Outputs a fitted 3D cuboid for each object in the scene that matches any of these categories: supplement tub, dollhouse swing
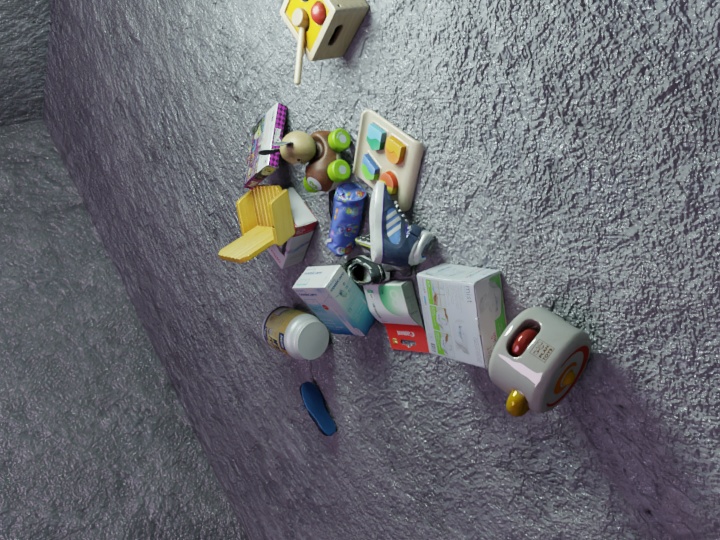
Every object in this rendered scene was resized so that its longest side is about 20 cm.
[{"bbox_3d":[-0.207,0.200,2.009,0.200,0.144,0.145,13,118,49],"label":"supplement tub"},{"bbox_3d":[-0.318,-0.136,1.806,0.200,0.175,0.183,11,116,51],"label":"dollhouse swing"}]

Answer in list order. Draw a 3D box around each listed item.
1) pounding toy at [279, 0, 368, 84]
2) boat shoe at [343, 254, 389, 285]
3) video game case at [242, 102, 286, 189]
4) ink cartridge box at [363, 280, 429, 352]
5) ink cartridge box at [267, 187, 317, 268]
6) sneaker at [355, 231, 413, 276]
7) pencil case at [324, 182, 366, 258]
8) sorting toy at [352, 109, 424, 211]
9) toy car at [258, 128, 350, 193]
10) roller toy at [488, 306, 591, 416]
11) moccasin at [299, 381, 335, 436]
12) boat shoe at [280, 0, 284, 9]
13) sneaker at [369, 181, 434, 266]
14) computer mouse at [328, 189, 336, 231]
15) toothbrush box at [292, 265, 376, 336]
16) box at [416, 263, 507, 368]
[{"bbox_3d":[-0.104,-0.574,1.463,0.185,0.142,0.200,59,143,13],"label":"pounding toy"},{"bbox_3d":[0.000,0.000,1.691,0.200,0.060,0.076,-2,100,59],"label":"boat shoe"},{"bbox_3d":[-0.275,-0.353,1.811,0.181,0.036,0.201,-23,56,54],"label":"video game case"},{"bbox_3d":[0.093,0.125,1.664,0.161,0.050,0.201,-2,104,53],"label":"ink cartridge box"},{"bbox_3d":[-0.222,-0.126,1.907,0.148,0.085,0.200,51,140,22],"label":"ink cartridge box"},{"bbox_3d":[0.059,-0.041,1.600,0.200,0.074,0.081,29,133,43],"label":"sneaker"},{"bbox_3d":[-0.042,-0.132,1.669,0.078,0.086,0.201,58,146,41],"label":"pencil case"},{"bbox_3d":[0.056,-0.262,1.512,0.200,0.036,0.186,40,136,33],"label":"sorting toy"},{"bbox_3d":[-0.150,-0.288,1.604,0.164,0.199,0.159,-10,78,57],"label":"toy car"},{"bbox_3d":[0.353,0.177,1.230,0.140,0.199,0.183,34,127,36],"label":"roller toy"},{"bbox_3d":[-0.159,0.477,2.152,0.068,0.080,0.201,-31,82,59],"label":"moccasin"},{"bbox_3d":[-0.155,-0.706,1.520,0.068,0.072,0.201,43,140,24],"label":"boat shoe"},{"bbox_3d":[0.099,-0.108,1.488,0.081,0.146,0.201,134,137,-76],"label":"sneaker"},{"bbox_3d":[-0.067,-0.135,1.747,0.059,0.034,0.201,-109,16,-47],"label":"computer mouse"},{"bbox_3d":[-0.066,0.083,1.736,0.146,0.085,0.200,-1,135,47],"label":"toothbrush box"},{"bbox_3d":[0.231,0.098,1.425,0.176,0.096,0.201,7,113,50],"label":"box"}]
